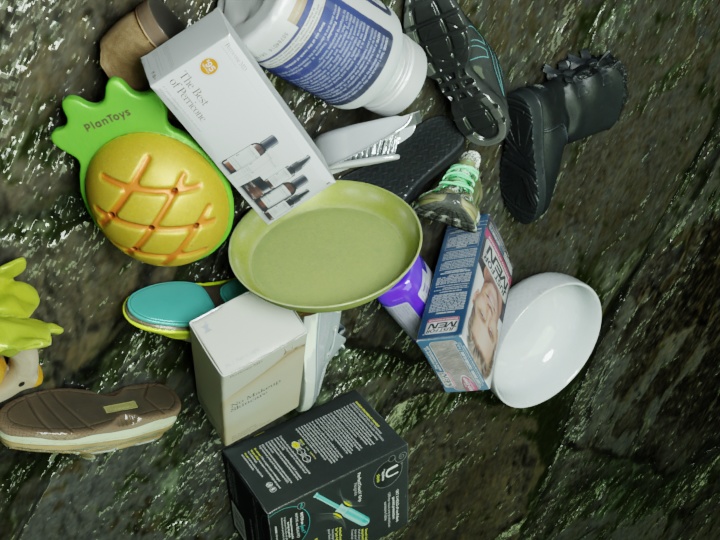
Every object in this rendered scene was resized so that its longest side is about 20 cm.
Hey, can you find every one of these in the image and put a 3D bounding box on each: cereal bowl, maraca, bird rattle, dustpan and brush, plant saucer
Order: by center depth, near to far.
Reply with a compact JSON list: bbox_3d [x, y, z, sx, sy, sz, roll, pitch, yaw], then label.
[{"bbox_3d":[-0.372,0.086,0.858,0.199,0.113,0.164,-26,146,-17],"label":"bird rattle"},{"bbox_3d":[-0.198,-0.085,0.866,0.136,0.107,0.201,-21,126,8],"label":"maraca"},{"bbox_3d":[-0.035,-0.021,0.963,0.199,0.200,0.031,-26,135,-20],"label":"plant saucer"},{"bbox_3d":[-0.029,-0.115,0.989,0.198,0.140,0.058,-11,93,6],"label":"dustpan and brush"},{"bbox_3d":[0.239,0.087,1.315,0.199,0.083,0.201,-18,128,-26],"label":"cereal bowl"}]

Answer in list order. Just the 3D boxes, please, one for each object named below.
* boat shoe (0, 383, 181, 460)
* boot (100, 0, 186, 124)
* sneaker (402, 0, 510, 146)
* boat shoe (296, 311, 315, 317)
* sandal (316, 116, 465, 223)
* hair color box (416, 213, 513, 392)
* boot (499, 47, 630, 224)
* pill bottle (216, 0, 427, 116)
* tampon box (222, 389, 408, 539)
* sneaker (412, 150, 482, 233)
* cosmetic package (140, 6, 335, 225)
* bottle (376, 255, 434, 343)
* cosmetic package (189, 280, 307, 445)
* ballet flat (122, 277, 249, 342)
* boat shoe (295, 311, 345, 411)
[{"bbox_3d":[-0.289,0.172,0.995,0.199,0.072,0.076,2,128,-37],"label":"boat shoe"},{"bbox_3d":[-0.163,-0.165,0.883,0.075,0.074,0.200,-30,136,15],"label":"boot"},{"bbox_3d":[0.107,-0.234,1.031,0.201,0.075,0.079,60,34,-29],"label":"sneaker"},{"bbox_3d":[0.000,0.000,1.031,0.199,0.068,0.072,-31,107,-27],"label":"boat shoe"},{"bbox_3d":[0.040,-0.096,1.062,0.200,0.075,0.048,-36,151,-12],"label":"sandal"},{"bbox_3d":[0.131,0.037,1.133,0.100,0.060,0.201,58,37,-37],"label":"hair color box"},{"bbox_3d":[0.256,-0.170,1.175,0.162,0.073,0.199,-26,130,-25],"label":"boot"},{"bbox_3d":[-0.030,-0.223,0.898,0.199,0.111,0.111,21,104,-42],"label":"pill bottle"},{"bbox_3d":[-0.053,0.275,1.190,0.199,0.126,0.151,-20,129,-26],"label":"tampon box"},{"bbox_3d":[0.107,-0.095,1.063,0.076,0.200,0.089,16,97,5],"label":"sneaker"},{"bbox_3d":[-0.104,-0.131,0.845,0.082,0.051,0.200,-33,138,5],"label":"cosmetic package"},{"bbox_3d":[0.080,0.049,1.173,0.065,0.084,0.200,-20,138,20],"label":"bottle"},{"bbox_3d":[-0.121,0.105,1.015,0.103,0.073,0.200,-27,158,-20],"label":"cosmetic package"},{"bbox_3d":[-0.161,0.045,1.012,0.199,0.067,0.067,-12,145,-32],"label":"ballet flat"},{"bbox_3d":[-0.048,0.076,1.105,0.071,0.070,0.202,-9,120,-28],"label":"boat shoe"}]
